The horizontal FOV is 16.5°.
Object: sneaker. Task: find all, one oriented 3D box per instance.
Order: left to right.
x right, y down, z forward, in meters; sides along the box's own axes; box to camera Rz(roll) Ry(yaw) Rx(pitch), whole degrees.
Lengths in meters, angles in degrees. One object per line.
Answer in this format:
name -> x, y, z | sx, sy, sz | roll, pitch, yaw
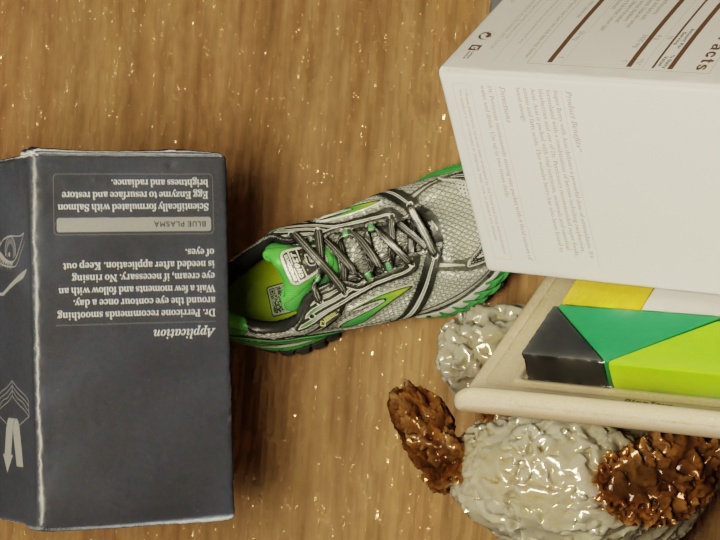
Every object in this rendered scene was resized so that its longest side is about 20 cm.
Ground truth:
sneaker -> 0.000, 0.000, 1.356 | 0.200, 0.085, 0.078 | -25, 78, 26

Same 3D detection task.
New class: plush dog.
plush dog -> 0.109, 0.098, 1.245 | 0.200, 0.172, 0.161 | 2, 91, 28

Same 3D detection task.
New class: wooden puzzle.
wooden puzzle -> 0.164, 0.018, 1.204 | 0.185, 0.200, 0.037 | 4, 121, 29

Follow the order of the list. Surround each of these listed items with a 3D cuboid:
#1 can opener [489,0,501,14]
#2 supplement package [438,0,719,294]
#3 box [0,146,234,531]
can opener -> 0.152, -0.140, 1.280 | 0.200, 0.067, 0.053 | -10, 85, 28
supplement package -> 0.161, -0.070, 1.202 | 0.200, 0.120, 0.121 | 7, 127, 32
box -> -0.162, 0.038, 1.382 | 0.197, 0.117, 0.200 | -2, 88, 63
